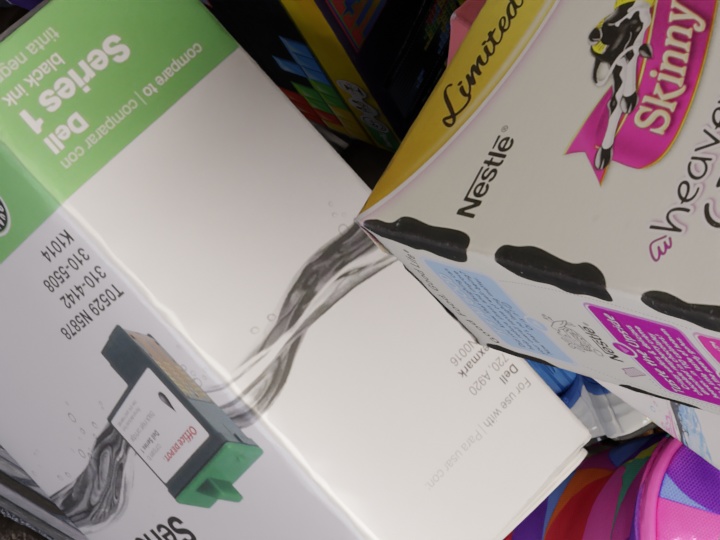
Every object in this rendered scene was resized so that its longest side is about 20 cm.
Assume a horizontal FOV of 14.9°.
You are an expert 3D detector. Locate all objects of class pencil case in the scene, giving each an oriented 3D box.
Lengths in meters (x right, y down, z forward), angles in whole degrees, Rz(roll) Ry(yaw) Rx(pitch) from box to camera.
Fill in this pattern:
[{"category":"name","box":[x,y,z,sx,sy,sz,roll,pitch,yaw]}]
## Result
[{"category":"pencil case","box":[0.099,0.091,0.927,0.088,0.088,0.200,31,167,-9]}]

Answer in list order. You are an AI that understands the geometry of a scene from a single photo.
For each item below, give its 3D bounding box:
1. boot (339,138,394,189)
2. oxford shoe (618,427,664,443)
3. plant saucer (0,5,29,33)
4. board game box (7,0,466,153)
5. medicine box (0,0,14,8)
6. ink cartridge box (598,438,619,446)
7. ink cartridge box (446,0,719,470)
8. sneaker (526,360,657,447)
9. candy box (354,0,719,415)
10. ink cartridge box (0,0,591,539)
[{"category":"boot","box":[0.000,0.000,0.992,0.200,0.097,0.075,88,165,-66]},{"category":"oxford shoe","box":[0.147,0.075,1.064,0.071,0.071,0.200,19,162,22]},{"category":"plant saucer","box":[-0.076,-0.030,1.030,0.200,0.029,0.200,42,-163,-16]},{"category":"board game box","box":[-0.066,-0.122,0.807,0.165,0.057,0.200,21,164,26]},{"category":"medicine box","box":[-0.254,-0.069,1.108,0.200,0.182,0.103,19,163,38]},{"category":"ink cartridge box","box":[0.085,0.095,1.132,0.068,0.115,0.200,-20,142,22]},{"category":"ink cartridge box","box":[0.116,0.001,0.726,0.200,0.067,0.117,35,152,21]},{"category":"sneaker","box":[0.082,0.007,0.900,0.200,0.079,0.089,141,108,-77]},{"category":"candy box","box":[0.112,-0.033,0.594,0.200,0.136,0.061,14,158,45]},{"category":"ink cartridge box","box":[-0.050,0.021,0.821,0.200,0.084,0.146,48,149,-3]}]
